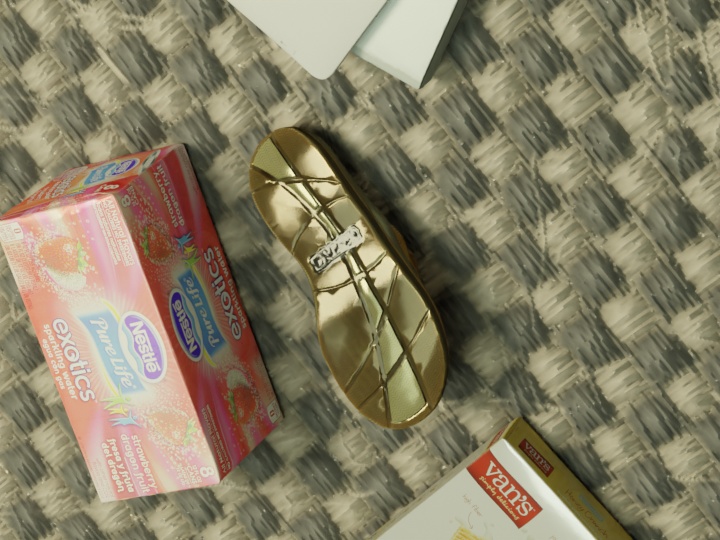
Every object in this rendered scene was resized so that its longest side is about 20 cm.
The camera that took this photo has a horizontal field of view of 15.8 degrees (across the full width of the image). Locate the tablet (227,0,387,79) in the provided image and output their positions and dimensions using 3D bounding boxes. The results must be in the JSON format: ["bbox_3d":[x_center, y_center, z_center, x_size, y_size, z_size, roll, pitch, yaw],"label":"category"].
[{"bbox_3d":[-0.062,-0.219,1.522,0.200,0.014,0.130,41,122,3],"label":"tablet"}]

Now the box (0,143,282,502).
[{"bbox_3d":[-0.139,0.034,1.645,0.095,0.103,0.200,-11,106,28],"label":"box"}]

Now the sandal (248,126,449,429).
[{"bbox_3d":[0.000,0.000,1.602,0.080,0.054,0.200,-32,82,26],"label":"sandal"}]

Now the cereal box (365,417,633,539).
[{"bbox_3d":[0.079,0.204,1.657,0.144,0.040,0.200,47,122,-1],"label":"cereal box"}]

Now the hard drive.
[{"bbox_3d":[-0.023,-0.211,1.531,0.200,0.026,0.132,30,121,10],"label":"hard drive"}]
